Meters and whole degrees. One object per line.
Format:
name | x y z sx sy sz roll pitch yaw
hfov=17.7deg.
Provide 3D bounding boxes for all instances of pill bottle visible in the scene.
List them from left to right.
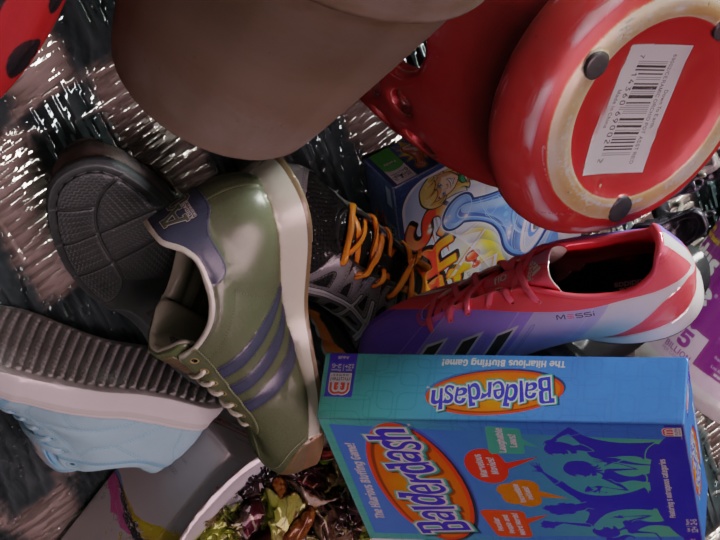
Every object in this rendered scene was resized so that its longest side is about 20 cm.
pill bottle | 0.284 0.004 1.578 0.112 0.112 0.200 22 106 -47

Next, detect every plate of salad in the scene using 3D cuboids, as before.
plate of salad | -0.034 0.183 1.400 0.199 0.048 0.201 -21 131 -26

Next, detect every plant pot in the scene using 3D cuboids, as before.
plant pot | -0.040 -0.156 1.145 0.199 0.200 0.174 -4 142 -38
plant pot | 0.108 -0.132 1.272 0.200 0.182 0.201 -24 136 -26

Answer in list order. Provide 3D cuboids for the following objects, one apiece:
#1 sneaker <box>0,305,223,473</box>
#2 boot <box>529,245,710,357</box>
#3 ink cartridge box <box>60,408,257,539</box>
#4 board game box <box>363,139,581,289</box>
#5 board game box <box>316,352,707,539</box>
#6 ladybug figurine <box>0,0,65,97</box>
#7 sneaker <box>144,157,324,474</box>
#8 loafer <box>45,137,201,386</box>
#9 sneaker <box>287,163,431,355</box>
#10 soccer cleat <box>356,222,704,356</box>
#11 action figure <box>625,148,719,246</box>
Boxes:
sneaker | -0.167 0.080 1.295 0.200 0.074 0.082 19 113 -41
boot | 0.146 0.041 1.409 0.200 0.165 0.066 -25 91 -33
ink cartridge box | -0.097 0.154 1.415 0.200 0.067 0.116 -52 138 7
board game box | 0.075 -0.014 1.448 0.135 0.034 0.201 -28 136 -19
board game box | 0.088 0.102 1.288 0.199 0.045 0.152 0 148 14
ladybug figurine | -0.193 -0.139 1.096 0.135 0.072 0.201 8 116 -43
sneaker | -0.074 0.034 1.249 0.090 0.067 0.201 -18 128 -21
loafer | -0.117 -0.011 1.285 0.072 0.063 0.200 -21 136 12
sneaker | 0.000 0.000 1.344 0.200 0.077 0.079 51 42 -51
soccer cleat | 0.087 0.016 1.273 0.199 0.068 0.073 -13 148 14
action figure | 0.184 -0.085 1.427 0.200 0.102 0.119 -60 140 -61
